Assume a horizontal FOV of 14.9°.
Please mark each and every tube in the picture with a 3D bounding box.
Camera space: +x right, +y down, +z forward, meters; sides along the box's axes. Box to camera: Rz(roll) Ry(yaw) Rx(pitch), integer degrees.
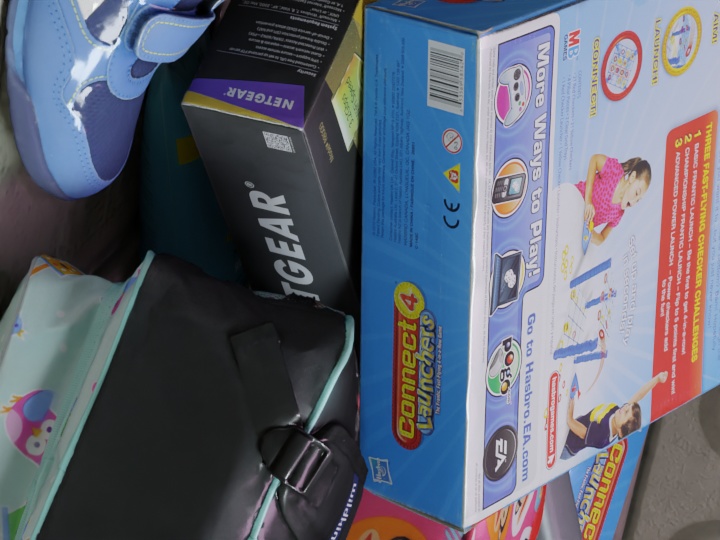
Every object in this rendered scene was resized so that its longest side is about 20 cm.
[{"bbox_3d":[-0.072,-0.042,1.139,0.201,0.050,0.078,89,-4,-48],"label":"tube"}]

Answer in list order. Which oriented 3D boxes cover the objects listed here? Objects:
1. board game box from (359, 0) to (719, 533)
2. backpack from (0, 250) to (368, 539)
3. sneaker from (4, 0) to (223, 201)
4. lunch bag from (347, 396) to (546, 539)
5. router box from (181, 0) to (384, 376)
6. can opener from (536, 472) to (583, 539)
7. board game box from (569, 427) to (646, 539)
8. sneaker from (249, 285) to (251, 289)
[{"bbox_3d":[0.083,-0.027,1.090,0.195,0.056,0.201,-24,123,-46],"label":"board game box"},{"bbox_3d":[-0.076,0.087,1.030,0.200,0.152,0.177,50,58,-77],"label":"backpack"},{"bbox_3d":[-0.069,-0.115,0.968,0.074,0.082,0.201,-37,145,-72],"label":"sneaker"},{"bbox_3d":[0.019,0.148,1.200,0.176,0.081,0.201,75,32,-64],"label":"lunch bag"},{"bbox_3d":[0.001,-0.067,1.098,0.200,0.052,0.158,72,36,-57],"label":"router box"},{"bbox_3d":[0.070,0.045,1.288,0.066,0.052,0.201,-26,111,-47],"label":"can opener"},{"bbox_3d":[0.037,0.139,1.471,0.056,0.199,0.197,25,81,-45],"label":"board game box"},{"bbox_3d":[0.000,0.000,1.212,0.075,0.088,0.201,85,12,-57],"label":"sneaker"}]
